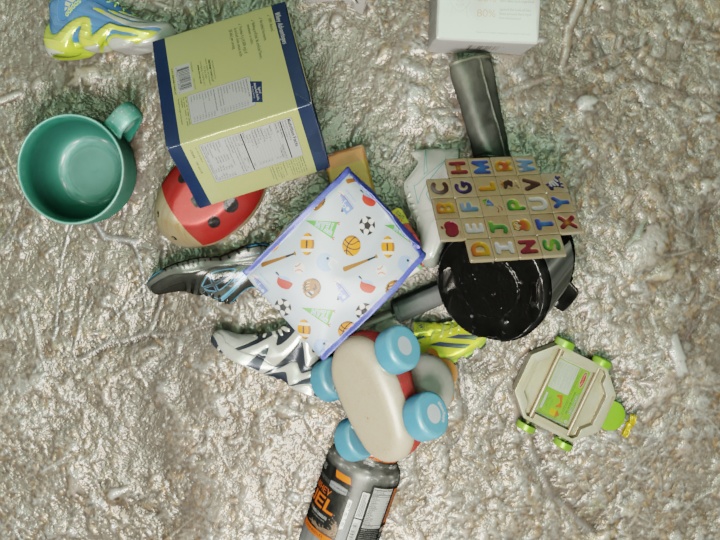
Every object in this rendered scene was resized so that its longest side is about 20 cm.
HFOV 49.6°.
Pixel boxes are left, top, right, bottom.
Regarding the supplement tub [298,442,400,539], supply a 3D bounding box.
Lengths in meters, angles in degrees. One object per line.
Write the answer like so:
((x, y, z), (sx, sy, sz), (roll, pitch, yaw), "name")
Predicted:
((-0.012, 0.349, 1.194), (0.120, 0.123, 0.205), (19, 94, -4), "supplement tub")

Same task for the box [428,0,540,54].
((0.180, -0.427, 1.132), (0.148, 0.106, 0.206), (2, 96, -2), "box")

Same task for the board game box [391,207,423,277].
((0.000, 0.000, 1.145), (0.198, 0.030, 0.097), (-33, 97, -3), "board game box")

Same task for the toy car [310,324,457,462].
((0.066, 0.156, 1.114), (0.183, 0.198, 0.180), (-29, 83, 44), "toy car")

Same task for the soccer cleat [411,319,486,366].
((0.120, 0.107, 1.204), (0.197, 0.065, 0.085), (-28, 94, 1), "soccer cleat")

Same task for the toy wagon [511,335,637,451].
((0.340, 0.204, 1.233), (0.196, 0.040, 0.158), (25, 95, -5), "toy wagon")

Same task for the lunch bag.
((-0.031, -0.014, 1.068), (0.200, 0.124, 0.170), (-44, 96, 11), "lunch bag")

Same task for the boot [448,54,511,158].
((0.169, -0.205, 1.134), (0.071, 0.181, 0.205), (-4, 105, 30), "boot")

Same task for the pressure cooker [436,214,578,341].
((0.217, -0.012, 1.134), (0.175, 0.199, 0.180), (-4, 106, 33), "pressure cooker")

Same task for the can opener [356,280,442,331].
((0.060, 0.042, 1.201), (0.196, 0.053, 0.068), (-23, 97, -1), "can opener")

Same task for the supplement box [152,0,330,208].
((-0.165, -0.230, 1.082), (0.195, 0.135, 0.204), (-16, 60, 0), "supplement box")

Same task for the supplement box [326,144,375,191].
((-0.001, -0.082, 1.181), (0.065, 0.069, 0.205), (-14, 94, 0), "supplement box")

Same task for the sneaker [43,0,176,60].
((-0.369, -0.370, 1.135), (0.194, 0.076, 0.108), (-5, 95, 0), "sneaker")

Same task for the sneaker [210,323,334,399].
((-0.121, 0.100, 1.193), (0.195, 0.080, 0.132), (22, 81, 10), "sneaker")

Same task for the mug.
((-0.389, -0.149, 1.137), (0.180, 0.114, 0.156), (-12, 95, -1), "mug")

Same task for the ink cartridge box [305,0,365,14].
((-0.030, -0.477, 1.109), (0.122, 0.129, 0.206), (-6, 95, -1), "ink cartridge box")

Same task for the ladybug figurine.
((-0.224, -0.116, 1.166), (0.199, 0.072, 0.137), (-39, 95, 2), "ladybug figurine")

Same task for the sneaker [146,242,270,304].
((-0.224, 0.017, 1.179), (0.195, 0.073, 0.084), (-12, 96, 0), "sneaker")

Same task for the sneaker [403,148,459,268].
((0.100, -0.095, 1.157), (0.078, 0.071, 0.204), (7, 61, 6), "sneaker")

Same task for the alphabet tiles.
((0.190, -0.086, 1.038), (0.194, 0.006, 0.170), (-3, 58, -9), "alphabet tiles")
